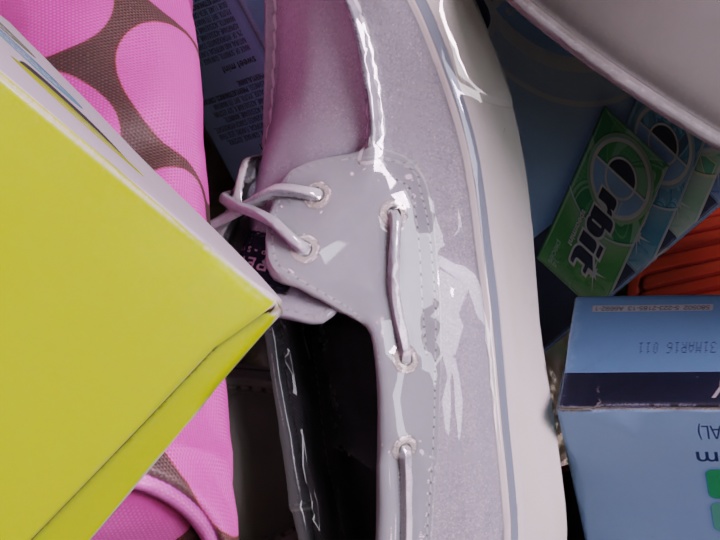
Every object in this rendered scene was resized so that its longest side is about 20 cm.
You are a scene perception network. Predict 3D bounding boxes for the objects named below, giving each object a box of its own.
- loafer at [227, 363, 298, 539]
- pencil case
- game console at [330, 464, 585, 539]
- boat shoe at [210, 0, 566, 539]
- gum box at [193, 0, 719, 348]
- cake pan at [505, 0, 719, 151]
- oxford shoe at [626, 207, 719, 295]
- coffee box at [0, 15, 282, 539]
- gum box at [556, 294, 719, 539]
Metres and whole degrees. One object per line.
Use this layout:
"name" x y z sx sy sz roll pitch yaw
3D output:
"loafer" -0.072 0.064 0.721 0.199 0.070 0.070 -15 96 -40
"pencil case" -0.080 -0.002 0.668 0.093 0.091 0.201 -3 45 -4
"game console" 0.027 0.163 0.799 0.176 0.031 0.201 -9 101 -44
"boat shoe" 0.000 0.001 0.710 0.071 0.070 0.202 -15 96 -32
"gum box" 0.024 -0.083 0.816 0.170 0.044 0.201 -36 105 -36
"cake pan" 0.113 -0.066 0.735 0.199 0.200 0.037 14 114 -38
"oxford shoe" 0.128 0.065 0.908 0.073 0.071 0.201 25 57 -73
"coffee box" -0.172 -0.005 0.516 0.200 0.198 0.200 40 91 -30
"gum box" 0.152 0.088 0.765 0.045 0.169 0.201 -77 159 -43
